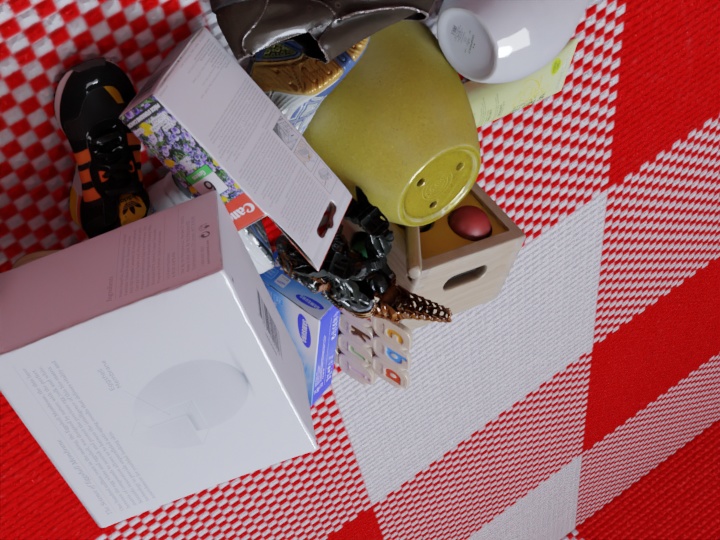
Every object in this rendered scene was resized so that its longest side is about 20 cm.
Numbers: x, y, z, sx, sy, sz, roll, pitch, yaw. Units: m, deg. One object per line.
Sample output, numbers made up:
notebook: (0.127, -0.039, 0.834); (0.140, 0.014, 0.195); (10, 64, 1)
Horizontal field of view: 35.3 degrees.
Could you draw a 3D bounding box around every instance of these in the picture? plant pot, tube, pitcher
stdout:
plant pot: (0.040, -0.129, 1.132); (0.199, 0.142, 0.201); (-29, 148, -20)
tube: (0.171, -0.206, 1.277); (0.199, 0.052, 0.058); (-26, -172, -33)
pitcher: (0.168, -0.255, 1.144); (0.200, 0.121, 0.172); (-38, 156, -27)

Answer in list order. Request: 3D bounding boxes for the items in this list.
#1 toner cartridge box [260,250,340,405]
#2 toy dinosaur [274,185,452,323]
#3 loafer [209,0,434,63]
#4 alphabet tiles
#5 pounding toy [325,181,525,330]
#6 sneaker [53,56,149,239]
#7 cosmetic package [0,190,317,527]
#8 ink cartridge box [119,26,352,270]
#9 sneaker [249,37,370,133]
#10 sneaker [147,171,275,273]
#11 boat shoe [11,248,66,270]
toner cartridge box: (-0.076, 0.071, 1.292); (0.043, 0.095, 0.201); (-47, 161, -29)
toy dinosaur: (0.000, 0.000, 1.110); (0.136, 0.198, 0.103); (71, 28, -53)
loafer: (-0.028, -0.212, 0.969); (0.198, 0.072, 0.073); (-8, -176, -14)
alphabet tiles: (-0.022, 0.051, 1.261); (0.015, 0.195, 0.201); (-46, 156, -30)
pounding toy: (0.064, -0.035, 1.242); (0.199, 0.184, 0.143); (-18, 143, -33)
sneaker: (-0.207, -0.085, 0.962); (0.070, 0.090, 0.201); (-23, 147, -27)
cosmetic package: (-0.166, 0.075, 0.924); (0.198, 0.123, 0.200); (-21, 125, 4)
ink cartridge box: (-0.099, -0.094, 0.952); (0.050, 0.109, 0.200); (-25, 117, 36)
sneaker: (-0.068, -0.166, 1.051); (0.200, 0.075, 0.088); (-42, 168, 6)
sneaker: (-0.153, -0.042, 1.121); (0.087, 0.075, 0.200); (-30, 148, 13)
boat shoe: (-0.208, 0.034, 0.994); (0.198, 0.063, 0.073); (15, 145, -22)
